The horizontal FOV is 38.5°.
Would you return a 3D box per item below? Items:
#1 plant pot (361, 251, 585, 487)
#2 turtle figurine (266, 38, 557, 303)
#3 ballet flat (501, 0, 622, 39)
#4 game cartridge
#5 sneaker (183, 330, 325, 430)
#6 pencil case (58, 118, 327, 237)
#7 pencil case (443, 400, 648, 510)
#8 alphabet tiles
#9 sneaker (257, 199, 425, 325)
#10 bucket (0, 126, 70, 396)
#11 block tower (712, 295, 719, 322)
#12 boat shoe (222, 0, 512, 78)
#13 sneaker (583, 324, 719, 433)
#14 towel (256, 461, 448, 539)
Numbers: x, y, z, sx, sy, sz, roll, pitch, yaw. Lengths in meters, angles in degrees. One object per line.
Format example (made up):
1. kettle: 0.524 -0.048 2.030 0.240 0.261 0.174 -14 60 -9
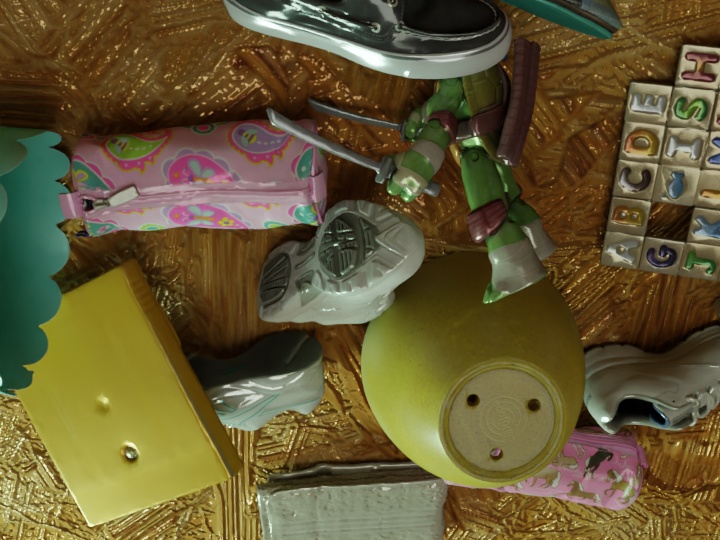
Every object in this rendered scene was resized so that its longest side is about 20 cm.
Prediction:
1. plant pot: 0.103 0.099 0.851 0.197 0.142 0.203 -1 105 -4
2. turtle figurine: 0.051 -0.071 0.745 0.198 0.144 0.196 -29 98 -11
3. ballet flat: 0.099 -0.217 0.707 0.197 0.075 0.075 13 126 -17
4. game cartridge: -0.214 0.110 0.890 0.175 0.032 0.202 -22 97 28
5. sneaker: -0.127 0.116 0.939 0.197 0.071 0.081 -8 130 2
6. pencil case: -0.124 -0.069 0.787 0.197 0.088 0.088 -3 127 0
7. pencil case: 0.174 0.179 0.998 0.197 0.086 0.084 12 88 -12
8. alphabet tiles: 0.288 -0.079 0.819 0.165 0.008 0.202 8 123 11
9. sneaker: 0.000 0.000 0.836 0.098 0.079 0.199 15 161 -32
10. bucket: -0.302 -0.014 0.755 0.133 0.208 0.209 8 127 -2
11. block tower: 0.379 -0.022 0.873 0.053 0.058 0.201 14 127 -14
12. boat shoe: 0.002 -0.181 0.662 0.198 0.071 0.067 18 152 11
13. sneaker: 0.299 0.108 0.946 0.197 0.088 0.075 -13 125 5
14. towel: -0.008 0.256 1.074 0.197 0.035 0.134 -2 128 -3
